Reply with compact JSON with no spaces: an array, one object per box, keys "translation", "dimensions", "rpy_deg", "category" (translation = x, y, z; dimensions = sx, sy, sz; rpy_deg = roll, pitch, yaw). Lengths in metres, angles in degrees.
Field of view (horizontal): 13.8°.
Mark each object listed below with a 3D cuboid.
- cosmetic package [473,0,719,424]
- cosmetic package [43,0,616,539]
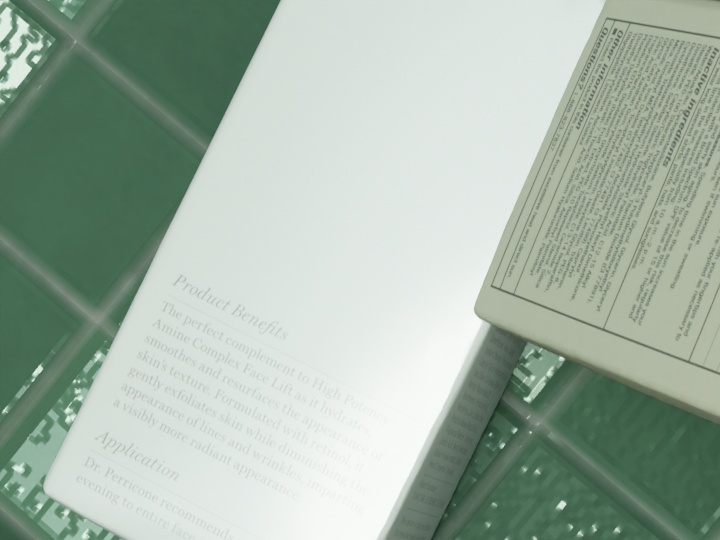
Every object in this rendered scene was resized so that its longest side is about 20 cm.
[{"translation":[0.115,-0.006,0.739],"dimensions":[0.073,0.200,0.104],"rpy_deg":[24,90,-25],"category":"cosmetic package"},{"translation":[0.000,0.000,0.862],"dimensions":[0.101,0.074,0.201],"rpy_deg":[27,87,14],"category":"cosmetic package"}]
